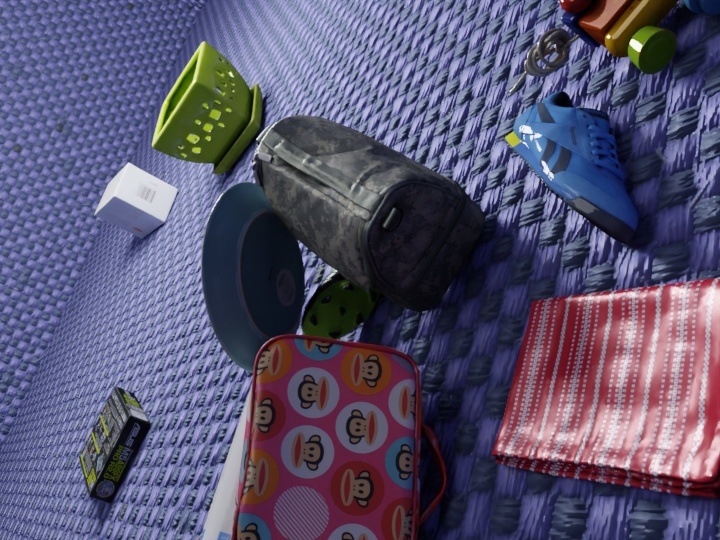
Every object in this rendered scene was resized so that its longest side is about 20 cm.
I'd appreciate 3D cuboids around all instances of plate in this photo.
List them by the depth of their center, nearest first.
[{"bbox_3d":[-0.100,0.006,0.794,0.025,0.201,0.202,-6,54,24],"label":"plate"}]

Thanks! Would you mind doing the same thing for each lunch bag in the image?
[{"bbox_3d":[-0.013,0.160,0.638,0.082,0.174,0.202,105,172,-67],"label":"lunch bag"},{"bbox_3d":[-0.001,-0.068,0.760,0.200,0.167,0.140,35,91,38],"label":"lunch bag"}]

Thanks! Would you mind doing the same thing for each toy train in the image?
[{"bbox_3d":[0.228,-0.207,0.664,0.200,0.084,0.116,-50,41,22],"label":"toy train"}]

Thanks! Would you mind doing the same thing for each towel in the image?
[{"bbox_3d":[0.178,0.077,0.533,0.199,0.022,0.146,-13,53,57],"label":"towel"}]

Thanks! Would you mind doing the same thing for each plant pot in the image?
[{"bbox_3d":[-0.329,-0.347,1.674,0.200,0.181,0.200,-45,31,29],"label":"plant pot"}]

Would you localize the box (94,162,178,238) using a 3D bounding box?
[{"bbox_3d":[-0.618,-0.187,2.072,0.199,0.151,0.107,-18,50,54],"label":"box"}]

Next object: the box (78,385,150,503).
[{"bbox_3d":[-0.471,0.324,1.434,0.161,0.044,0.200,-65,26,-5],"label":"box"}]

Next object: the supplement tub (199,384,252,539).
[{"bbox_3d":[-0.068,0.200,0.731,0.132,0.131,0.202,-17,50,55],"label":"supplement tub"}]

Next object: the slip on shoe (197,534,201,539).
[{"bbox_3d":[-0.145,0.308,0.846,0.199,0.061,0.075,-26,44,52],"label":"slip on shoe"}]

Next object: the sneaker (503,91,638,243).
[{"bbox_3d":[0.187,-0.098,0.637,0.079,0.066,0.201,-48,29,18],"label":"sneaker"}]

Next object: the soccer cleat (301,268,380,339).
[{"bbox_3d":[0.000,0.000,0.890,0.201,0.067,0.081,-52,17,4],"label":"soccer cleat"}]
